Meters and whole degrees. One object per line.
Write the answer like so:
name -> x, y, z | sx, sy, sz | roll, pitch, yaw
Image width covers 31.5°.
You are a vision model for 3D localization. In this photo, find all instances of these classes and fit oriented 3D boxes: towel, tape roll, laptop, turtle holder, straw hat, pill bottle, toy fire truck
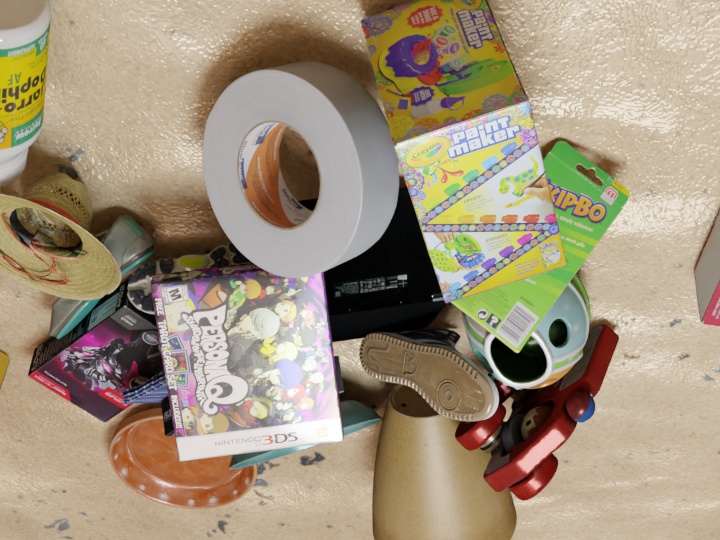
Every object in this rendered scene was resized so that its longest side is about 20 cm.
towel -> -0.177, 0.122, 1.492 | 0.143, 0.024, 0.199 | 2, 162, -37
tape roll -> -0.060, -0.098, 1.237 | 0.198, 0.066, 0.203 | 13, 111, 35
laptop -> 0.000, 0.000, 1.404 | 0.185, 0.116, 0.203 | -8, 108, -14
turtle holder -> 0.175, 0.041, 1.375 | 0.139, 0.132, 0.188 | 1, 120, 15
straw hat -> -0.328, -0.056, 1.360 | 0.198, 0.086, 0.202 | 16, 151, 9
pill bottle -> -0.360, -0.180, 1.230 | 0.111, 0.114, 0.201 | 12, 134, -7
toy fire truck -> 0.211, 0.157, 1.454 | 0.112, 0.200, 0.168 | 43, 130, -5

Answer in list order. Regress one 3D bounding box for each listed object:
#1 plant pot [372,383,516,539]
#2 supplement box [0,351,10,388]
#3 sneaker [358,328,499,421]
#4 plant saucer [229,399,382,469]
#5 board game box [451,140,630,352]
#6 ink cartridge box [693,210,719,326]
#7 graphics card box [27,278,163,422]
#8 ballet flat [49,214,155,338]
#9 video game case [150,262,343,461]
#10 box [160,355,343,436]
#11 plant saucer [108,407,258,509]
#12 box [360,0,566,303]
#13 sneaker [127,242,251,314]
plant pot -> 0.093, 0.232, 1.566 | 0.184, 0.187, 0.202 | -4, 120, 9
supplement box -> -0.551, 0.116, 1.545 | 0.130, 0.104, 0.200 | -28, 127, 29
sneaker -> 0.102, 0.113, 1.440 | 0.108, 0.199, 0.071 | 2, 104, -45
plant saucer -> -0.071, 0.197, 1.567 | 0.197, 0.036, 0.200 | -18, 170, -3
board game box -> 0.181, -0.026, 1.301 | 0.095, 0.030, 0.201 | 36, 91, 3
ink cartridge box -> 0.469, -0.006, 1.340 | 0.197, 0.086, 0.149 | 7, 134, -4
graphics card box -> -0.294, 0.100, 1.543 | 0.199, 0.051, 0.125 | -33, 125, 30
ballet flat -> -0.307, 0.003, 1.452 | 0.199, 0.067, 0.064 | -39, 93, 34
video game case -> -0.116, 0.093, 1.331 | 0.178, 0.036, 0.203 | -6, 107, -1
box -> -0.130, 0.148, 1.487 | 0.158, 0.045, 0.200 | -4, 165, -26
plant saucer -> -0.233, 0.247, 1.694 | 0.197, 0.033, 0.202 | 3, 134, 3
box -> 0.094, -0.119, 1.171 | 0.120, 0.201, 0.194 | -17, 131, 5
sneaker -> -0.164, 0.013, 1.444 | 0.197, 0.079, 0.080 | -3, 168, -1
